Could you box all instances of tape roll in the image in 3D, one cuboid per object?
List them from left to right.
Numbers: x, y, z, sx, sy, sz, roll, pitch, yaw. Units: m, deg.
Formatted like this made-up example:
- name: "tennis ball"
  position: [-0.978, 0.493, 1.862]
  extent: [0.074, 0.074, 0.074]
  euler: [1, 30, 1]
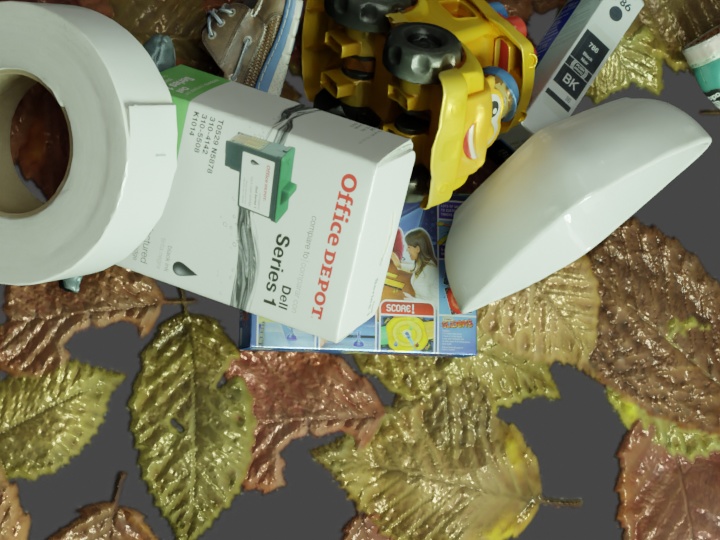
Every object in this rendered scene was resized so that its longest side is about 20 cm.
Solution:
- name: "tape roll"
  position: [-0.233, -0.092, 1.241]
  extent: [0.071, 0.201, 0.205]
  euler: [-12, 86, -65]

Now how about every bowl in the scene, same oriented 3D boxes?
- name: "bowl"
  position: [0.164, -0.063, 1.377]
  extent: [0.199, 0.200, 0.075]
  euler: [-22, 74, -42]

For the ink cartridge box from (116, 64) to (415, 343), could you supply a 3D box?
- name: "ink cartridge box"
  position: [-0.075, -0.051, 1.278]
  extent: [0.198, 0.084, 0.148]
  euler: [18, 111, 15]

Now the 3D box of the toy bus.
- name: "toy bus"
  position: [0.072, -0.156, 1.361]
  extent: [0.190, 0.200, 0.137]
  euler: [-13, 131, -28]

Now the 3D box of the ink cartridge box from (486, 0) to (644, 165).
- name: "ink cartridge box"
  position: [0.176, -0.182, 1.455]
  extent: [0.039, 0.099, 0.201]
  euler: [37, 74, -13]

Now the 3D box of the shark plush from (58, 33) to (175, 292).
- name: "shark plush"
  position: [-0.197, -0.086, 1.311]
  extent: [0.091, 0.083, 0.201]
  euler: [35, 73, -13]

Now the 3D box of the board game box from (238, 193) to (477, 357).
- name: "board game box"
  position: [0.000, 0.000, 1.400]
  extent: [0.198, 0.034, 0.137]
  euler: [4, 82, -21]

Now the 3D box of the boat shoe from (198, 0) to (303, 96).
- name: "boat shoe"
  position: [-0.091, -0.177, 1.350]
  extent: [0.072, 0.072, 0.202]
  euler: [11, 96, -9]

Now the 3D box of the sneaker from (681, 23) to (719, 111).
- name: "sneaker"
  position: [0.384, -0.208, 1.556]
  extent: [0.199, 0.071, 0.080]
  euler: [-29, 98, -16]
